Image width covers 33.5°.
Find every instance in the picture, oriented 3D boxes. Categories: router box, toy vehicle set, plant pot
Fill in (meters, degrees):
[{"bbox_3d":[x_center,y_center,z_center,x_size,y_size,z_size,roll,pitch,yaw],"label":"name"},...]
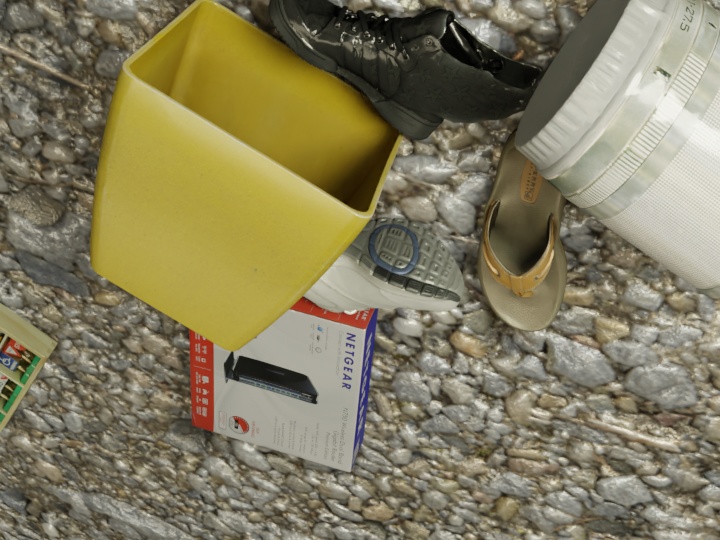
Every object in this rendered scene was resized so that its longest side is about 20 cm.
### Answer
[{"bbox_3d":[-0.078,0.092,1.177,0.176,0.049,0.202,14,131,11],"label":"router box"},{"bbox_3d":[-0.429,0.107,1.346,0.123,0.027,0.200,35,132,-8],"label":"toy vehicle set"},{"bbox_3d":[-0.102,-0.063,0.932,0.198,0.201,0.178,31,118,-5],"label":"plant pot"}]

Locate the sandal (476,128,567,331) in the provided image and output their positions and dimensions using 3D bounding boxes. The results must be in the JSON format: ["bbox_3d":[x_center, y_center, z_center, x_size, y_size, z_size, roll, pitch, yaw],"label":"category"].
[{"bbox_3d":[0.135,-0.025,0.992,0.079,0.054,0.202,12,131,12],"label":"sandal"}]

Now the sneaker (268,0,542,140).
[{"bbox_3d":[0.034,-0.172,0.913,0.199,0.061,0.104,37,133,-17],"label":"sneaker"}]

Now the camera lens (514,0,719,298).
[{"bbox_3d":[0.227,-0.090,0.831,0.198,0.161,0.160,33,132,-7],"label":"camera lens"}]

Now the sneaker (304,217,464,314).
[{"bbox_3d":[0.000,0.000,1.065,0.197,0.075,0.088,16,138,21],"label":"sneaker"}]
